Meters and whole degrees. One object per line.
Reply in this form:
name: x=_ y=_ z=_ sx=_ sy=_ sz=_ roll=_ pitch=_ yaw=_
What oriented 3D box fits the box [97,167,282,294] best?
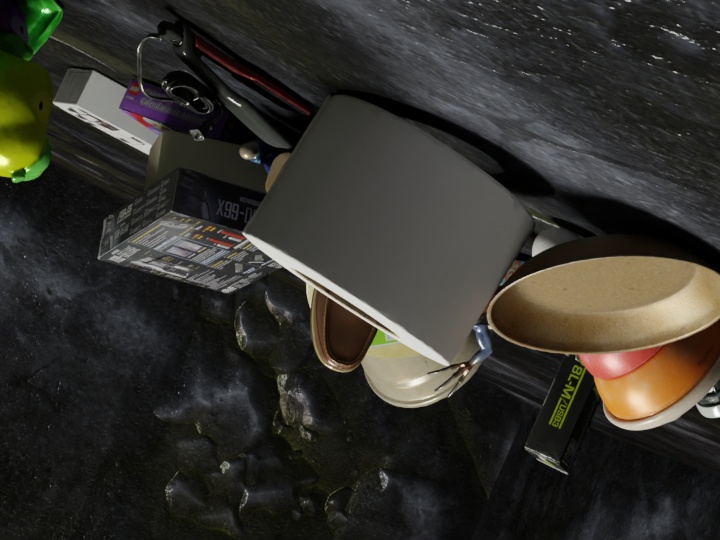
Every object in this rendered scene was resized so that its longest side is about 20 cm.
box: x=-0.158 y=-0.036 z=1.505 sx=0.157 sy=0.050 sz=0.200 roll=16 pitch=159 yaw=-26

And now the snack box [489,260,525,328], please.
snack box: x=0.137 y=0.025 z=1.644 sx=0.199 sy=0.037 sz=0.116 roll=9 pitch=154 yaw=31

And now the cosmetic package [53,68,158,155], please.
cosmetic package: x=-0.255 y=-0.170 z=1.742 sx=0.200 sy=0.051 sz=0.082 roll=28 pitch=175 yaw=-31

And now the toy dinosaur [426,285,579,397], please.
toy dinosaur: x=0.131 y=0.024 z=1.437 sx=0.181 sy=0.200 sz=0.105 roll=22 pitch=-149 yaw=-25

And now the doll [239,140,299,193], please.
doll: x=-0.050 y=-0.089 z=1.393 sx=0.136 sy=0.049 sz=0.200 roll=25 pitch=-171 yaw=-8

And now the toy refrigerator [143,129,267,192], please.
toy refrigerator: x=-0.119 y=-0.084 z=1.532 sx=0.199 sy=0.070 sz=0.076 roll=10 pitch=165 yaw=-17

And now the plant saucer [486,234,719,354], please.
plant saucer: x=0.202 y=0.016 z=1.212 sx=0.199 sy=0.036 sz=0.200 roll=-1 pitch=155 yaw=0

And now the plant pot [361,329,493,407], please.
plant pot: x=0.045 y=0.047 z=1.925 sx=0.200 sy=0.201 sz=0.183 roll=19 pitch=161 yaw=44

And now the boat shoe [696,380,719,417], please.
boat shoe: x=0.356 y=0.096 z=1.561 sx=0.060 sy=0.075 sz=0.200 roll=64 pitch=176 yaw=-11

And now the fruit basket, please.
fruit basket: x=-0.319 y=-0.185 z=1.277 sx=0.215 sy=0.156 sz=0.216 roll=39 pitch=177 yaw=3

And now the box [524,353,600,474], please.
box: x=0.238 y=0.118 z=1.582 sx=0.047 sy=0.194 sz=0.200 roll=25 pitch=174 yaw=14

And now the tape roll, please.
tape roll: x=0.024 y=-0.031 z=1.210 sx=0.202 sy=0.139 sz=0.203 roll=32 pitch=176 yaw=2

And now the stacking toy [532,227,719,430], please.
stacking toy: x=0.229 y=0.032 z=1.337 sx=0.200 sy=0.146 sz=0.146 roll=46 pitch=168 yaw=-17

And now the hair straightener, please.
hair straightener: x=-0.119 y=-0.143 z=1.230 sx=0.041 sy=0.077 sz=0.200 roll=22 pitch=174 yaw=36

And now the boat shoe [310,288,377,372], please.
boat shoe: x=0.001 y=0.000 z=1.450 sx=0.072 sy=0.201 sz=0.068 roll=17 pitch=172 yaw=-11

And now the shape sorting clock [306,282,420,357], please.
shape sorting clock: x=0.042 y=0.012 z=1.563 sx=0.200 sy=0.200 sz=0.039 roll=27 pitch=-152 yaw=-26

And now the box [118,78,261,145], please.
box: x=-0.157 y=-0.142 z=1.629 sx=0.136 sy=0.039 sz=0.200 roll=21 pitch=174 yaw=27
